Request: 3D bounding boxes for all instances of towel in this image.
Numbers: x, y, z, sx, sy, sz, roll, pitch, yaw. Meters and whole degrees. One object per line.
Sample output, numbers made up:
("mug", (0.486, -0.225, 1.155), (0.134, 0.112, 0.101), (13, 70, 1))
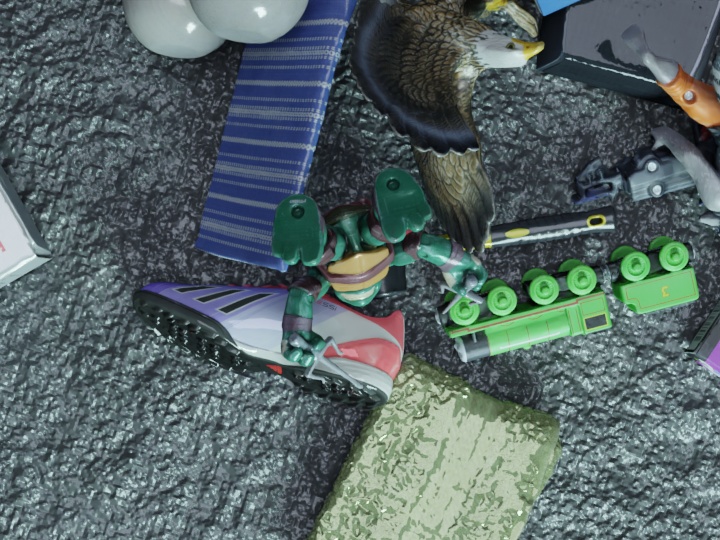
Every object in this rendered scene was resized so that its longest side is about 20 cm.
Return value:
("towel", (0.049, 0.175, 1.109), (0.148, 0.036, 0.200), (24, 89, -1))
("towel", (-0.059, -0.102, 1.061), (0.024, 0.145, 0.200), (15, 89, -29))

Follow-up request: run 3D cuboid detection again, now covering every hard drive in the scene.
("hard drive", (0.215, -0.231, 1.117), (0.135, 0.042, 0.200), (15, 89, -2))

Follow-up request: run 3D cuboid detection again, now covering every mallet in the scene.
("mallet", (0.089, -0.014, 1.106), (0.200, 0.041, 0.066), (-1, 92, 0))

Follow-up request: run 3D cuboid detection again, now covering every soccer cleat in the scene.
("soccer cleat", (-0.066, 0.038, 1.096), (0.200, 0.068, 0.073), (17, 66, 5))

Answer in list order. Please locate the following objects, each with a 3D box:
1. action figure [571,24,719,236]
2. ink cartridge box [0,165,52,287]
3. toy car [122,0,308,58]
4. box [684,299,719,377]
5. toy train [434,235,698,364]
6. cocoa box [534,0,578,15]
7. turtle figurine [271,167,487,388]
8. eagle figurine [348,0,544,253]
("action figure", (0.247, -0.089, 1.074), (0.200, 0.105, 0.194), (-22, 123, 6))
("ink cartridge box", (-0.342, -0.022, 1.069), (0.200, 0.084, 0.146), (-30, 91, -3))
("toy car", (-0.121, -0.246, 1.023), (0.150, 0.200, 0.175), (10, 83, -39))
("box", (0.365, 0.060, 1.124), (0.200, 0.036, 0.143), (35, 87, 0))
("toy train", (0.155, 0.023, 1.115), (0.200, 0.042, 0.056), (-15, 101, -3))
("cocoa box", (0.141, -0.306, 1.038), (0.133, 0.131, 0.200), (-23, 73, 9))
("turtle figurine", (0.000, 0.000, 1.006), (0.150, 0.200, 0.101), (-33, 69, -7))
("eagle figurine", (0.057, -0.135, 1.036), (0.152, 0.151, 0.200), (27, 69, -16))
